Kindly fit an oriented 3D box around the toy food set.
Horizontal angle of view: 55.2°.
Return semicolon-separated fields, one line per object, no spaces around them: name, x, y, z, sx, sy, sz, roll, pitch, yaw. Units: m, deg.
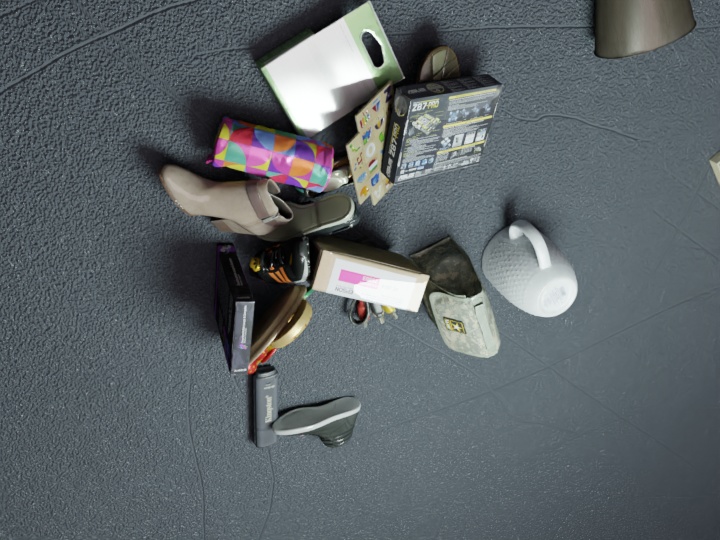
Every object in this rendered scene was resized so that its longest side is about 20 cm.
toy food set;-0.153;0.103;1.246;0.049;0.198;0.200;39;110;-11

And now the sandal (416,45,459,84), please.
sandal;0.130;-0.299;1.198;0.081;0.055;0.200;-31;141;-10

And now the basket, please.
basket;0.472;-0.491;1.168;0.179;0.136;0.201;-22;122;-1

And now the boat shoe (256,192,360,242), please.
boat shoe;-0.090;-0.085;1.199;0.198;0.075;0.066;-16;159;23

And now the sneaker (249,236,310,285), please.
sneaker;-0.144;-0.010;1.188;0.089;0.200;0.070;-1;80;-17

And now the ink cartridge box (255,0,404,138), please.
ink cartridge box;-0.047;-0.323;1.112;0.199;0.048;0.146;-33;126;-1

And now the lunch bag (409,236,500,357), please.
lunch bag;0.191;0.062;1.344;0.117;0.200;0.165;-26;126;-5

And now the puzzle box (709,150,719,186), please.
puzzle box;0.872;-0.222;1.549;0.133;0.025;0.200;-40;125;5

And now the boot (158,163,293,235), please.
boot;-0.208;-0.123;1.120;0.146;0.071;0.200;-10;150;26

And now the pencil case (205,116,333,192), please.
pencil case;-0.143;-0.186;1.111;0.199;0.088;0.089;13;115;-13

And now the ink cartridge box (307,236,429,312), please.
ink cartridge box;0.000;0.000;1.230;0.199;0.165;0.075;14;101;-16

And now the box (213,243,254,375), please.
box;-0.220;0.062;1.181;0.036;0.200;0.144;-1;120;-19

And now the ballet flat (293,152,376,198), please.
ballet flat;-0.018;-0.171;1.202;0.199;0.068;0.068;-24;124;-7

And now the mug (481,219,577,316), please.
mug;0.342;-0.011;1.374;0.147;0.175;0.201;-24;125;-7

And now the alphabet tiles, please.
alphabet tiles;0.036;-0.211;1.166;0.167;0.006;0.200;-50;149;-26

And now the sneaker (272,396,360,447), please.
sneaker;-0.092;0.343;1.473;0.199;0.071;0.100;-11;120;-26

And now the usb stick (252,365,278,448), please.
usb stick;-0.197;0.285;1.428;0.055;0.033;0.201;-7;121;-20

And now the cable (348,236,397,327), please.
cable;0.007;0.029;1.362;0.097;0.050;0.201;-17;112;-2

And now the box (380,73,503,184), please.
box;0.138;-0.241;1.176;0.199;0.049;0.162;-18;139;-29
